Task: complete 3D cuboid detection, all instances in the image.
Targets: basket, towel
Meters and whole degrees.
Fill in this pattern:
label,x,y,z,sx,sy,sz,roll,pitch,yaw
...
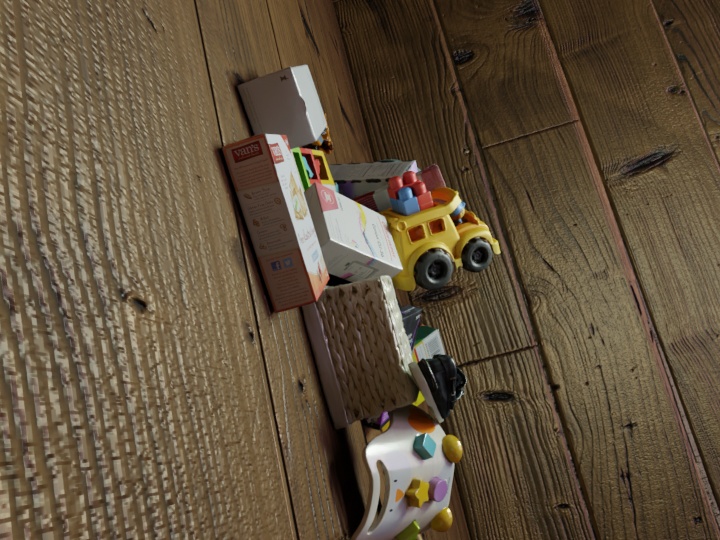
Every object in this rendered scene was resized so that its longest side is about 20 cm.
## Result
label,x,y,z,sx,sy,sz,roll,pitch,yaw
basket,0.005,0.110,0.967,0.136,0.123,0.200,-1,77,-82
towel,0.070,-0.097,1.218,0.023,0.200,0.144,-107,173,-55

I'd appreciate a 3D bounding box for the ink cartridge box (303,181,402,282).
label,x,y,z,sx,sy,sz,roll,pitch,yaw
ink cartridge box,-0.008,-0.045,1.044,0.200,0.067,0.117,22,41,-43

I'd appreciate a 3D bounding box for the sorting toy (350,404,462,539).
label,x,y,z,sx,sy,sz,roll,pitch,yaw
sorting toy,0.046,0.292,0.898,0.180,0.107,0.200,10,87,-55

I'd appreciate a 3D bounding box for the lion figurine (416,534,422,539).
label,x,y,z,sx,sy,sz,roll,pitch,yaw
lion figurine,0.078,0.454,1.086,0.123,0.072,0.200,-119,-157,-62

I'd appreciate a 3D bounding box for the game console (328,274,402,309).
label,x,y,z,sx,sy,sz,roll,pitch,yaw
game console,0.000,0.000,1.230,0.200,0.176,0.117,58,47,-65

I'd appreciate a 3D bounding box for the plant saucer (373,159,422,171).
label,x,y,z,sx,sy,sz,roll,pitch,yaw
plant saucer,0.090,-0.140,1.337,0.027,0.200,0.200,-47,131,-35

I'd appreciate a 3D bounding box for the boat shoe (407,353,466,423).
label,x,y,z,sx,sy,sz,roll,pitch,yaw
boat shoe,0.117,0.160,0.936,0.075,0.066,0.199,63,2,31

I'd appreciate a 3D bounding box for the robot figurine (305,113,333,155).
label,x,y,z,sx,sy,sz,roll,pitch,yaw
robot figurine,-0.098,-0.282,1.261,0.200,0.058,0.145,50,27,-72

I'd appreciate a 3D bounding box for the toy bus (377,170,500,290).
label,x,y,z,sx,sy,sz,roll,pitch,yaw
toy bus,0.122,-0.082,1.150,0.136,0.200,0.192,29,-45,64

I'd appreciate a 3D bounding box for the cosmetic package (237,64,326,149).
label,x,y,z,sx,sy,sz,roll,pitch,yaw
cosmetic package,-0.109,-0.244,0.993,0.200,0.085,0.108,-80,153,-72

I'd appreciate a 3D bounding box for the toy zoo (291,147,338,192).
label,x,y,z,sx,sy,sz,roll,pitch,yaw
toy zoo,-0.077,-0.145,1.151,0.200,0.020,0.131,-26,100,-73

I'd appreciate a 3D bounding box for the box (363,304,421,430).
label,x,y,z,sx,sy,sz,roll,pitch,yaw
box,0.060,0.168,1.189,0.143,0.036,0.200,-14,114,-71

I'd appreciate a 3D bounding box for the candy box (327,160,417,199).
label,x,y,z,sx,sy,sz,roll,pitch,yaw
candy box,0.027,-0.123,1.305,0.072,0.200,0.168,-56,138,-43

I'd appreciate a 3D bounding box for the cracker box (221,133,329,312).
label,x,y,z,sx,sy,sz,roll,pitch,yaw
cracker box,-0.097,-0.063,0.812,0.134,0.058,0.200,-72,146,-78

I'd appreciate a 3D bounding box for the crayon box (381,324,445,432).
label,x,y,z,sx,sy,sz,roll,pitch,yaw
crayon box,0.087,0.215,1.344,0.051,0.200,0.127,15,-50,51
